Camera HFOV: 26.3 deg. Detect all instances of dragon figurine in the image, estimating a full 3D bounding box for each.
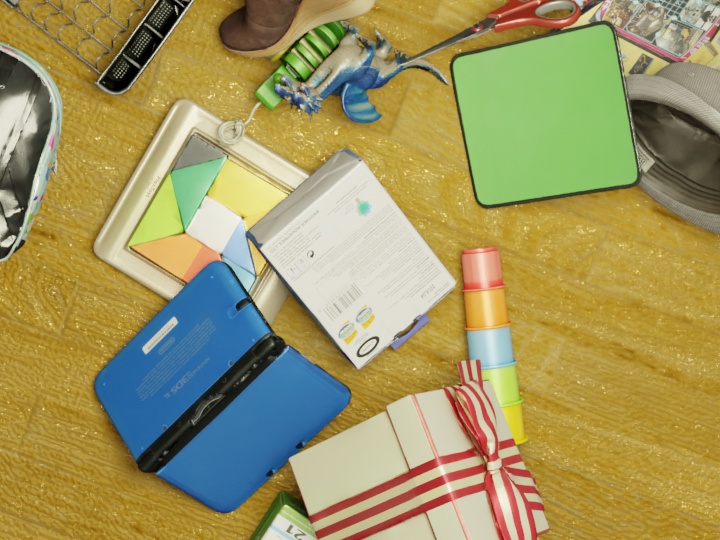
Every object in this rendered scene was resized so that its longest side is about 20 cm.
[{"bbox_3d":[-0.002,-0.187,1.532,0.059,0.199,0.100,43,111,32],"label":"dragon figurine"}]

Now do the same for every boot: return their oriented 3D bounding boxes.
[{"bbox_3d":[-0.096,-0.292,1.465,0.166,0.198,0.073,47,48,-33],"label":"boot"}]

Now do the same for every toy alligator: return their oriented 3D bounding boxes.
[{"bbox_3d":[-0.068,-0.199,1.536,0.059,0.054,0.200,44,82,-12],"label":"toy alligator"}]

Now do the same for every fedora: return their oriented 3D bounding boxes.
[{"bbox_3d":[0.335,-0.132,1.504,0.199,0.178,0.090,30,63,33],"label":"fedora"}]

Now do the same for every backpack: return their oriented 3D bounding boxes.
[{"bbox_3d":[-0.377,-0.125,1.484,0.175,0.151,0.202,18,100,-8],"label":"backpack"}]

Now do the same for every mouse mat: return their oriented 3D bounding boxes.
[{"bbox_3d":[0.181,-0.151,1.530,0.198,0.007,0.163,-6,97,40],"label":"mouse mat"}]

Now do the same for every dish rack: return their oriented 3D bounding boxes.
[{"bbox_3d":[-0.270,-0.288,1.528,0.199,0.055,0.154,37,90,-6],"label":"dish rack"}]

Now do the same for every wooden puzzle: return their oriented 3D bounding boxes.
[{"bbox_3d":[-0.145,-0.047,1.564,0.199,0.037,0.186,31,91,-6],"label":"wooden puzzle"}]

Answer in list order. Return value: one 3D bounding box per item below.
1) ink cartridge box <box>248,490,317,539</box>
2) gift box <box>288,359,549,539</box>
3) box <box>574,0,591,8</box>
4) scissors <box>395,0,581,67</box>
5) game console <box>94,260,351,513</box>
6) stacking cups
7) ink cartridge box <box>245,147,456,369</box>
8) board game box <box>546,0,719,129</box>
[{"bbox_3d":[-0.073,0.354,1.581,0.147,0.076,0.201,33,90,-6],"label":"ink cartridge box"},{"bbox_3d":[0.070,0.203,1.500,0.186,0.199,0.187,-28,82,30],"label":"gift box"},{"bbox_3d":[0.208,-0.383,1.562,0.136,0.039,0.201,-39,96,1],"label":"box"},{"bbox_3d":[0.125,-0.245,1.525,0.197,0.074,0.014,-16,138,2],"label":"scissors"},{"bbox_3d":[-0.141,0.120,1.566,0.200,0.118,0.171,-43,65,15],"label":"game console"},{"bbox_3d":[0.138,0.077,1.585,0.060,0.061,0.203,-4,93,-4],"label":"stacking cups"},{"bbox_3d":[0.000,0.000,1.544,0.136,0.076,0.201,-40,110,-1],"label":"ink cartridge box"},{"bbox_3d":[0.284,-0.223,1.578,0.199,0.035,0.136,-33,100,-1],"label":"board game box"}]
